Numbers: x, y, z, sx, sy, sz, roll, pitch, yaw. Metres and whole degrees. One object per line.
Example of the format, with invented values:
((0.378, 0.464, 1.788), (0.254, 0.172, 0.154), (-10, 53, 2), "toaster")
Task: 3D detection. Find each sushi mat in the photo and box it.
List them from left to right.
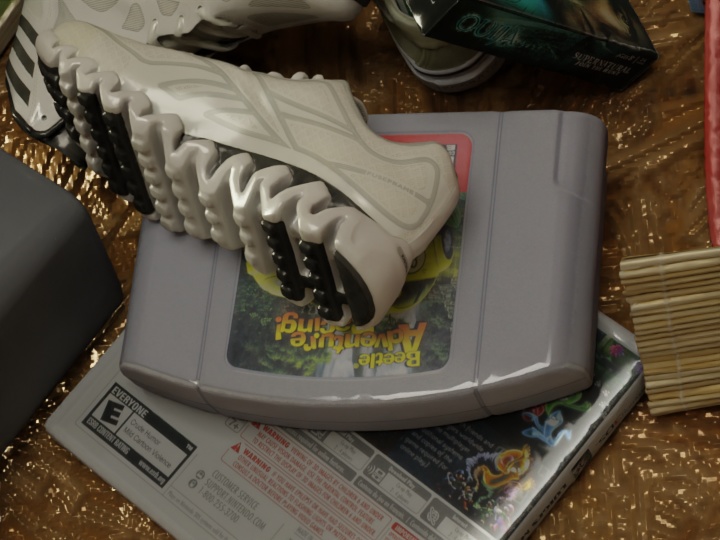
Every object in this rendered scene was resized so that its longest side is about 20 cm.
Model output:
((0.203, 0.015, 0.873), (0.200, 0.096, 0.012), (-7, 46, 13), "sushi mat")

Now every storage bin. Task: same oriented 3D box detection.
((-0.210, -0.004, 0.986), (0.200, 0.146, 0.134), (31, 68, 26), "storage bin")

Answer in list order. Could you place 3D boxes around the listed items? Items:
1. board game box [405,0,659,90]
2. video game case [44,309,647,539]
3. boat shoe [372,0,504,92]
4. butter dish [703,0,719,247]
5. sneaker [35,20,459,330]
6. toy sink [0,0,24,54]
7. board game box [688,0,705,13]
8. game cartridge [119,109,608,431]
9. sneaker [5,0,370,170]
((0.040, -0.172, 0.985), (0.028, 0.135, 0.200), (-43, 58, 30), "board game box")
((-0.006, 0.053, 0.957), (0.200, 0.023, 0.182), (35, 80, 28), "video game case")
((0.013, -0.172, 1.031), (0.072, 0.062, 0.200), (-28, 62, 3), "boat shoe")
((0.220, -0.092, 0.864), (0.199, 0.148, 0.200), (0, 88, 19), "butter dish")
((-0.048, -0.053, 0.935), (0.200, 0.075, 0.081), (32, 65, 24), "sneaker")
((-0.222, -0.179, 1.026), (0.112, 0.200, 0.130), (26, 75, 25), "toy sink")
((0.249, -0.178, 0.979), (0.200, 0.037, 0.151), (5, 68, 19), "board game box")
((0.000, 0.000, 0.948), (0.200, 0.041, 0.133), (-1, 70, 17), "game cartridge")
((-0.081, -0.094, 1.010), (0.200, 0.076, 0.115), (7, 76, 43), "sneaker")
